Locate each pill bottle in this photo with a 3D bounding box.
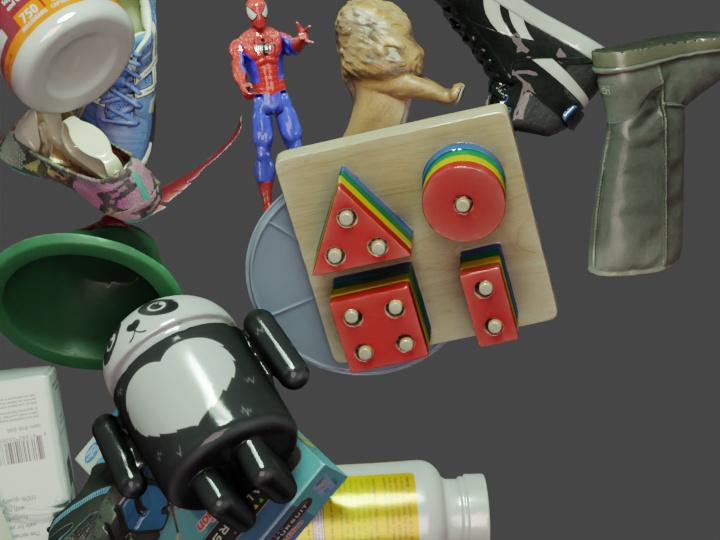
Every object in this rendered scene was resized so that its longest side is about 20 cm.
[{"bbox_3d":[0.010,0.220,1.773,0.199,0.104,0.105,-3,95,-3],"label":"pill bottle"},{"bbox_3d":[-0.283,-0.232,1.681,0.113,0.113,0.200,-42,63,1],"label":"pill bottle"}]

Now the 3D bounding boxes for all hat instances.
[{"bbox_3d":[-0.217,-0.030,1.776,0.199,0.176,0.166,8,137,-3],"label":"hat"}]

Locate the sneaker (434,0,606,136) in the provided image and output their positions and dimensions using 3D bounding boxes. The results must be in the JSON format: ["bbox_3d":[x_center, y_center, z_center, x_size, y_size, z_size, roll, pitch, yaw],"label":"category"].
[{"bbox_3d":[0.112,-0.184,1.761,0.200,0.073,0.112,28,91,-7],"label":"sneaker"}]

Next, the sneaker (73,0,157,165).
[{"bbox_3d":[-0.211,-0.174,1.741,0.075,0.077,0.201,-1,97,-5],"label":"sneaker"}]

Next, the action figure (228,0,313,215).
[{"bbox_3d":[-0.071,-0.138,1.744,0.065,0.099,0.201,-11,93,-11],"label":"action figure"}]

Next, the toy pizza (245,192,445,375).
[{"bbox_3d":[0.000,0.000,1.768,0.199,0.032,0.201,2,117,3],"label":"toy pizza"}]

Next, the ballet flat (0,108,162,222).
[{"bbox_3d":[-0.241,-0.103,1.698,0.069,0.200,0.071,-38,135,-27],"label":"ballet flat"}]

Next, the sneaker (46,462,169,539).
[{"bbox_3d":[-0.236,0.252,1.696,0.073,0.082,0.200,40,81,-39],"label":"sneaker"}]

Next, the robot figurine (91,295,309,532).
[{"bbox_3d":[-0.129,0.112,1.648,0.150,0.125,0.200,-14,56,-30],"label":"robot figurine"}]

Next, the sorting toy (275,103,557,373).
[{"bbox_3d":[0.047,-0.017,1.699,0.199,0.070,0.199,-12,115,10],"label":"sorting toy"}]

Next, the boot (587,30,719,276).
[{"bbox_3d":[0.273,-0.104,1.777,0.181,0.073,0.201,-12,102,-21],"label":"boot"}]

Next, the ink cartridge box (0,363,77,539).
[{"bbox_3d":[-0.321,0.193,1.761,0.146,0.083,0.201,-8,95,-2],"label":"ink cartridge box"}]

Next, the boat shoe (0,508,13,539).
[{"bbox_3d":[-0.340,0.222,1.691,0.068,0.072,0.201,-12,106,21],"label":"boat shoe"}]

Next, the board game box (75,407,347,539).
[{"bbox_3d":[-0.130,0.168,1.733,0.200,0.047,0.151,40,92,33],"label":"board game box"}]

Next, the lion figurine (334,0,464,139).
[{"bbox_3d":[0.017,-0.130,1.759,0.122,0.072,0.201,18,103,6],"label":"lion figurine"}]
